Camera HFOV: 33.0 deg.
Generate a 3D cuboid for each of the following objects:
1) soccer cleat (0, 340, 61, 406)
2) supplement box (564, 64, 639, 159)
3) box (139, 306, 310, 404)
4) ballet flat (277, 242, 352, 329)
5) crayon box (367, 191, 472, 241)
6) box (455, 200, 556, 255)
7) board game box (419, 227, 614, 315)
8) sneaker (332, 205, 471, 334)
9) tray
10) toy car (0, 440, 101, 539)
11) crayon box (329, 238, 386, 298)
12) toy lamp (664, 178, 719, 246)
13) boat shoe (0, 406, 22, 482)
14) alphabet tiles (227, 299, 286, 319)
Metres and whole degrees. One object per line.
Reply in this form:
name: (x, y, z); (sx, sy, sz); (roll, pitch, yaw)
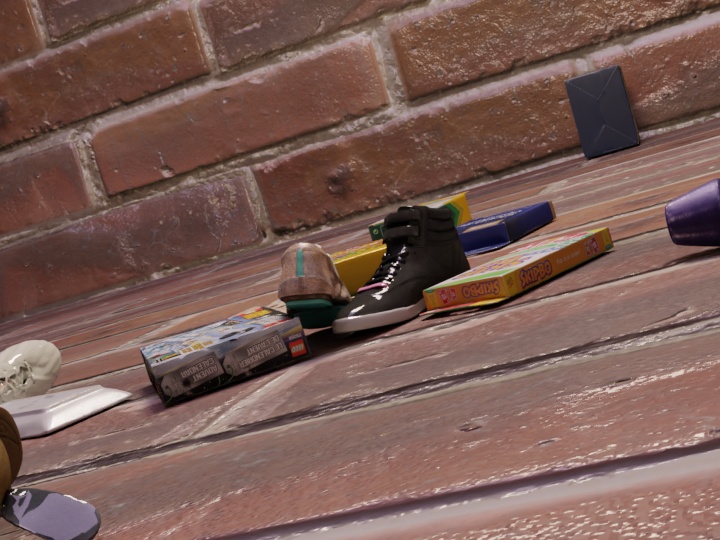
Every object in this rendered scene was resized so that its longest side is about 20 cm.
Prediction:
soccer cleat: (-0.393, 0.128, 1.277); (0.200, 0.069, 0.078); (-31, -6, -39)
supplement box: (0.596, -0.390, 2.975); (0.134, 0.200, 0.200); (-14, 4, 16)
box: (-0.133, 0.077, 1.146); (0.137, 0.040, 0.200); (-19, 5, -12)
ballet flat: (-0.043, 0.012, 1.158); (0.068, 0.067, 0.200); (-6, -10, -1)
crayon box: (0.109, -0.083, 2.057); (0.126, 0.052, 0.200); (-15, 6, 23)
box: (0.168, -0.051, 1.608); (0.121, 0.032, 0.200); (-14, 7, 32)
board game box: (0.145, 0.001, 1.136); (0.095, 0.030, 0.200); (-13, 9, 44)
sneaker: (0.031, -0.005, 1.159); (0.071, 0.099, 0.200); (-10, 9, 42)
tray: (-0.324, 0.141, 1.188); (0.200, 0.022, 0.107); (-13, 5, 41)
toy car: (-0.240, 0.095, 0.653); (0.200, 0.158, 0.164); (38, 40, 27)
crayon box: (0.000, 0.000, 1.494); (0.127, 0.051, 0.200); (-17, 5, -1)
toy lamp: (0.341, -0.059, 0.950); (0.200, 0.058, 0.058); (-15, 5, 24)
boat shoe: (-0.298, 0.141, 0.791); (0.063, 0.073, 0.200); (-12, 7, 24)
alphabet tiles: (-0.138, 0.067, 1.373); (0.195, 0.015, 0.200); (-24, 7, -17)
